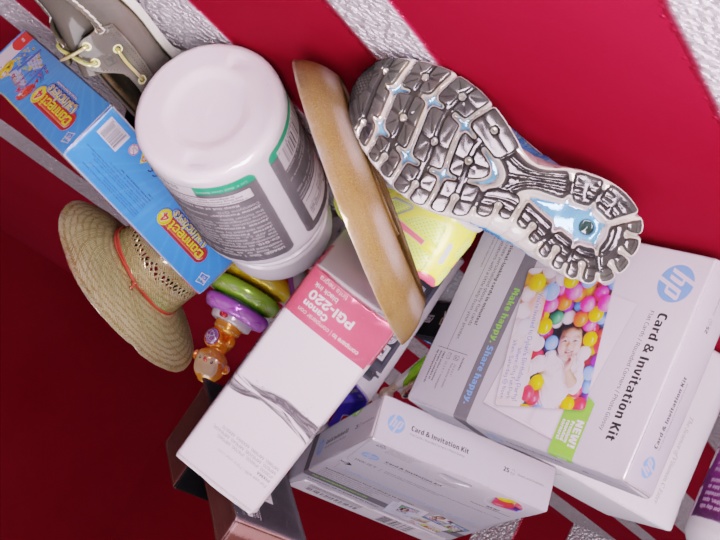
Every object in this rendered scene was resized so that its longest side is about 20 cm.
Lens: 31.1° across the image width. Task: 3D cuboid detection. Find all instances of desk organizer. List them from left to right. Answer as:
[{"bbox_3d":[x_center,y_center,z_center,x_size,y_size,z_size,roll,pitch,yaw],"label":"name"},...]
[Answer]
[{"bbox_3d":[-0.112,0.188,1.116,0.071,0.077,0.200,27,-161,-26],"label":"desk organizer"}]

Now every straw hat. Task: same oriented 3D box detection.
[{"bbox_3d":[-0.199,-0.008,1.282,0.201,0.085,0.202,50,-163,-21],"label":"straw hat"}]

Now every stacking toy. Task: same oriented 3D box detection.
[{"bbox_3d":[-0.115,0.021,1.305,0.115,0.201,0.110,25,170,22],"label":"stacking toy"}]

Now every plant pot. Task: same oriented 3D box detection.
[{"bbox_3d":[0.004,-0.050,0.861,0.200,0.027,0.202,-22,-90,-86],"label":"plant pot"}]

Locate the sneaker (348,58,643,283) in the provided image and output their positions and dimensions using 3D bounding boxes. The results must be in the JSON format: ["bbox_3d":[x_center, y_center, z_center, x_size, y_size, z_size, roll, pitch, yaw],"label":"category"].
[{"bbox_3d":[0.076,-0.057,0.810,0.199,0.079,0.090,35,180,-6],"label":"sneaker"}]

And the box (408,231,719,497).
[{"bbox_3d":[0.142,0.052,0.900,0.199,0.157,0.041,17,167,46],"label":"box"}]

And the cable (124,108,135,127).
[{"bbox_3d":[-0.137,-0.114,1.167,0.162,0.051,0.200,24,171,-19],"label":"cable"}]

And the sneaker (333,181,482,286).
[{"bbox_3d":[0.022,-0.033,1.010,0.078,0.091,0.200,29,173,-23],"label":"sneaker"}]

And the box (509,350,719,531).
[{"bbox_3d":[0.184,0.100,1.075,0.199,0.153,0.106,30,168,-15],"label":"box"}]

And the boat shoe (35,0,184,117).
[{"bbox_3d":[-0.188,-0.169,0.967,0.072,0.061,0.202,20,167,35],"label":"boat shoe"}]

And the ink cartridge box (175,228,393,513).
[{"bbox_3d":[-0.048,0.078,1.051,0.084,0.201,0.146,35,-164,0],"label":"ink cartridge box"}]

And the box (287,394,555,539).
[{"bbox_3d":[0.043,0.169,1.064,0.155,0.042,0.200,24,155,-13],"label":"box"}]

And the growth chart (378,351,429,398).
[{"bbox_3d":[0.122,0.088,1.196,0.199,0.145,0.018,21,-148,-50],"label":"growth chart"}]

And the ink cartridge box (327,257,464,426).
[{"bbox_3d":[0.012,0.072,1.226,0.043,0.201,0.198,34,170,-3],"label":"ink cartridge box"}]

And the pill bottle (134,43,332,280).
[{"bbox_3d":[-0.087,-0.074,0.989,0.112,0.114,0.200,23,163,20],"label":"pill bottle"}]

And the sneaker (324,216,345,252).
[{"bbox_3d":[0.000,0.000,1.190,0.077,0.100,0.200,24,171,-7],"label":"sneaker"}]

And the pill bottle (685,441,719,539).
[{"bbox_3d":[0.317,0.181,0.996,0.111,0.201,0.112,26,169,5],"label":"pill bottle"}]

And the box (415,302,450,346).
[{"bbox_3d":[0.175,0.102,1.403,0.199,0.044,0.160,32,169,-24],"label":"box"}]

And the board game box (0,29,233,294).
[{"bbox_3d":[-0.217,-0.095,1.132,0.196,0.056,0.200,39,171,47],"label":"board game box"}]

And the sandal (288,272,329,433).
[{"bbox_3d":[-0.061,0.078,1.202,0.049,0.204,0.083,-8,142,-2],"label":"sandal"}]
